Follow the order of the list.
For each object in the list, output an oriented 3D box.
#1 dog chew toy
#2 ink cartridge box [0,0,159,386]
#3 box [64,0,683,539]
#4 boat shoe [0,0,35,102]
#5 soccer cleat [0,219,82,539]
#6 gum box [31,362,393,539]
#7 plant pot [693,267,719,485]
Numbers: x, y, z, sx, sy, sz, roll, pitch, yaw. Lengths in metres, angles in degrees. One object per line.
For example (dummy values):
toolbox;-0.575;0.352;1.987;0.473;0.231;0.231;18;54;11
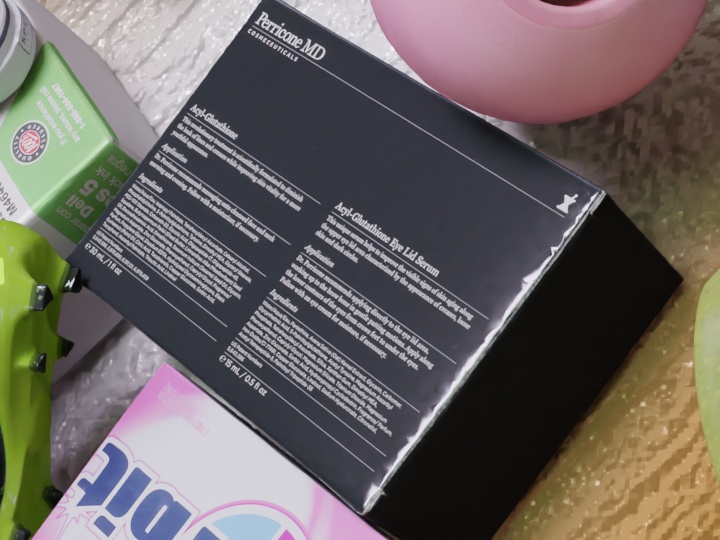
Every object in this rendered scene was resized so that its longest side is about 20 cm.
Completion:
dog chew toy;0.057;-0.116;0.797;0.125;0.124;0.200;-51;7;-2
ink cartridge box;-0.183;-0.010;0.944;0.200;0.084;0.146;-44;49;6
box;0.000;0.000;0.822;0.200;0.079;0.141;35;89;41
boat shoe;-0.234;-0.071;0.911;0.200;0.067;0.074;-32;50;16
soccer cleat;-0.162;0.076;0.855;0.081;0.067;0.201;11;100;16
gum box;-0.039;0.130;0.781;0.200;0.066;0.114;34;85;41
plant pot;0.206;0.026;0.616;0.184;0.200;0.201;-23;53;35
